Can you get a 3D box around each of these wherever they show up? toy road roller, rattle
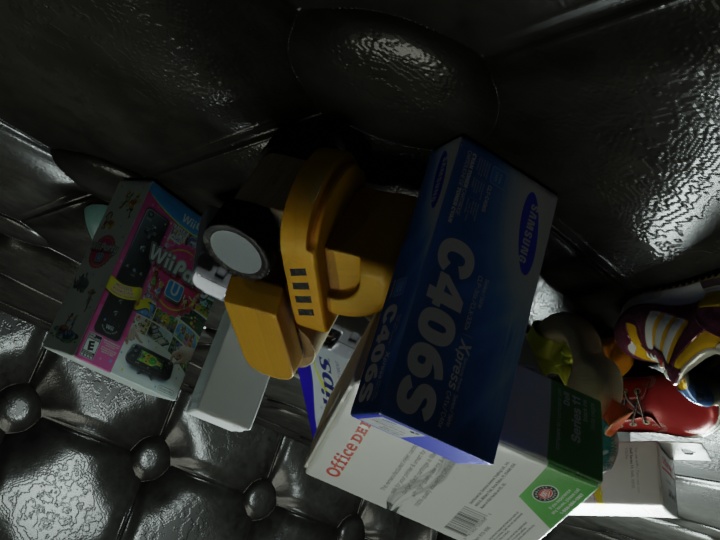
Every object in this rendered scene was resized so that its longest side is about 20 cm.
[{"bbox_3d":[-0.025,-0.003,0.622,0.143,0.124,0.202,15,141,19],"label":"toy road roller"},{"bbox_3d":[0.231,0.121,0.711,0.141,0.132,0.200,28,177,-18],"label":"rattle"}]

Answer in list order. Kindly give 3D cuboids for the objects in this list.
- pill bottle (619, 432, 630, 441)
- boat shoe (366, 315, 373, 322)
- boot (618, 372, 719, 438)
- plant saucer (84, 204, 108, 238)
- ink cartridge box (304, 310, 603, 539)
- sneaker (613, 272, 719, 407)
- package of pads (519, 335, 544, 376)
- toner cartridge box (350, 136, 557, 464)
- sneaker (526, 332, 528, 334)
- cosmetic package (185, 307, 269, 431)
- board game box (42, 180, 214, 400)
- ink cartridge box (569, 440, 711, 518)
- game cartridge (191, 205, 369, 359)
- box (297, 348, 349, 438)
[{"bbox_3d":[0.253,0.215,1.053,0.110,0.113,0.199,27,161,-23],"label":"pill bottle"},{"bbox_3d":[0.000,0.000,0.781,0.199,0.068,0.072,40,175,7],"label":"boat shoe"},{"bbox_3d":[0.272,0.148,0.815,0.141,0.074,0.200,-7,171,-19],"label":"boot"},{"bbox_3d":[-0.287,-0.025,1.061,0.196,0.037,0.200,18,162,6],"label":"plant saucer"},{"bbox_3d":[0.070,0.134,0.626,0.197,0.084,0.148,24,134,-4],"label":"ink cartridge box"},{"bbox_3d":[0.266,0.066,0.644,0.074,0.092,0.200,21,162,-4],"label":"sneaker"},{"bbox_3d":[0.122,0.135,0.776,0.067,0.156,0.203,-2,127,-9],"label":"package of pads"},{"bbox_3d":[0.069,0.020,0.539,0.094,0.203,0.043,26,159,-23],"label":"toner cartridge box"},{"bbox_3d":[0.169,0.120,0.917,0.073,0.082,0.200,7,158,32],"label":"sneaker"},{"bbox_3d":[-0.143,0.091,0.970,0.070,0.203,0.101,23,161,-15],"label":"cosmetic package"},{"bbox_3d":[-0.240,0.023,0.877,0.063,0.203,0.147,5,158,37],"label":"board game box"},{"bbox_3d":[0.280,0.232,0.862,0.197,0.069,0.117,-8,155,28],"label":"ink cartridge box"},{"bbox_3d":[-0.080,0.009,0.813,0.198,0.134,0.041,28,118,-21],"label":"game cartridge"},{"bbox_3d":[0.024,0.161,0.966,0.198,0.104,0.188,11,118,49],"label":"box"}]
